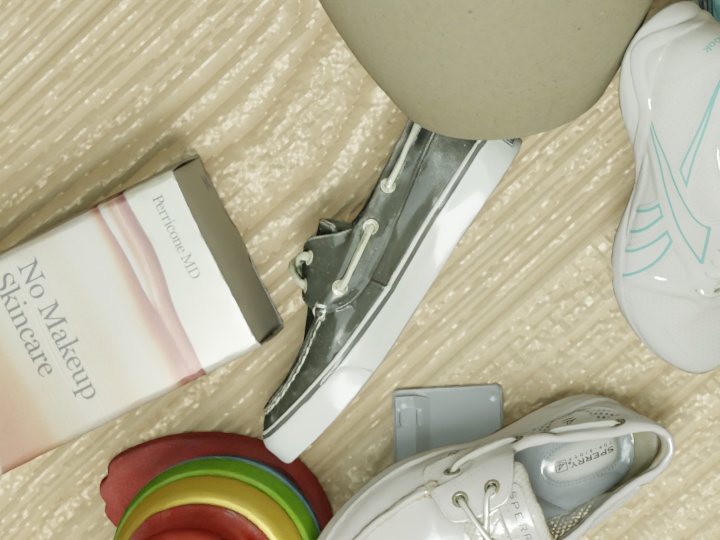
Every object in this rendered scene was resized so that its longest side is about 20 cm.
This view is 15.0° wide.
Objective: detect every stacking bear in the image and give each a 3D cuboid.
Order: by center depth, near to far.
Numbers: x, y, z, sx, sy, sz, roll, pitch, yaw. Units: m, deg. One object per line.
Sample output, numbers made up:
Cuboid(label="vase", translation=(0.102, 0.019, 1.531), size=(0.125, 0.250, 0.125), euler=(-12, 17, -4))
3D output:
Cuboid(label="stacking bear", translation=(-0.076, 0.148, 1.310), size=(0.113, 0.200, 0.122), euler=(-20, 95, 8))

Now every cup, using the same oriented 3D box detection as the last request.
Cuboid(label="cup", translation=(0.060, -0.147, 1.282), size=(0.200, 0.200, 0.144), euler=(-3, 123, 6))

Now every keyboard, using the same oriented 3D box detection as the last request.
Cuboid(label="keyboard", translation=(0.046, 0.154, 1.353), size=(0.056, 0.011, 0.201), euler=(-1, 71, 1))

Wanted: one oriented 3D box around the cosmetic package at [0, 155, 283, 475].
Cuboid(label="cosmetic package", translation=(-0.152, 0.033, 1.360), size=(0.200, 0.087, 0.104), euler=(-28, 93, 8))

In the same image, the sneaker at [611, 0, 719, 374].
Cuboid(label="sneaker", translation=(0.166, -0.025, 1.293), size=(0.070, 0.080, 0.201), euler=(-28, 132, -26))

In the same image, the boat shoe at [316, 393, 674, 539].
Cuboid(label="boat shoe", translation=(0.065, 0.115, 1.312), size=(0.200, 0.069, 0.071), euler=(-29, 103, -25))

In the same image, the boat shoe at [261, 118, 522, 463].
Cuboid(label="boat shoe", translation=(0.000, 0.000, 1.352), size=(0.064, 0.071, 0.200), euler=(33, 91, -5))

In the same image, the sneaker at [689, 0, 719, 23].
Cuboid(label="sneaker", translation=(0.216, -0.067, 1.313), size=(0.077, 0.086, 0.200), euler=(-31, 94, 8))
